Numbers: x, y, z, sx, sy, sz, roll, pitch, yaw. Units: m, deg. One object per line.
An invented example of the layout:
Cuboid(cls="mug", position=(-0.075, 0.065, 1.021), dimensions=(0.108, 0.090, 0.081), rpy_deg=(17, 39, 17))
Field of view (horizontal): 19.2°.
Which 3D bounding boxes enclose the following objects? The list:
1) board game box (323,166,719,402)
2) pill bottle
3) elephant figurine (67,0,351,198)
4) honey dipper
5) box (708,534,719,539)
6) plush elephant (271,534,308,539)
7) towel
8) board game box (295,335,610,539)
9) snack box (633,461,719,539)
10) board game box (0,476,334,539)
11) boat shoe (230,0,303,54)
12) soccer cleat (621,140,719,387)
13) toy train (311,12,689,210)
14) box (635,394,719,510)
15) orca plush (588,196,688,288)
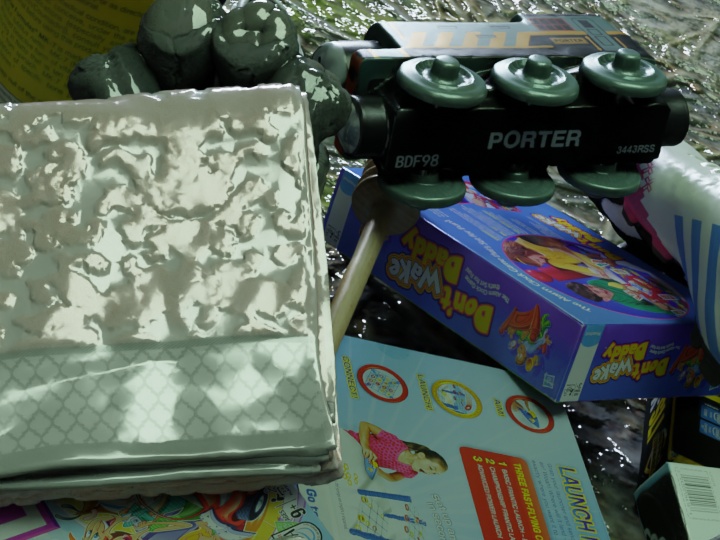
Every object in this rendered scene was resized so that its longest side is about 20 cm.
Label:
Cuboid(cls="board game box", position=(0.092, 0.005, 1.165), dimensions=(0.134, 0.045, 0.200), rpy_deg=(2, 24, -42))
Cuboid(cls="pill bottle", position=(-0.133, -0.142, 1.126), dimensions=(0.114, 0.200, 0.114), rpy_deg=(18, 34, -13))
Cuboid(cls="elephant figurine", position=(-0.065, -0.044, 1.068), dimensions=(0.155, 0.200, 0.142), rpy_deg=(-43, 75, -13))
Cuboid(cls="honey dipper", position=(0.000, 0.000, 1.068), dimensions=(0.038, 0.038, 0.200), rpy_deg=(25, 40, -3))
Cuboid(cls="box", position=(0.152, 0.236, 0.834), dimensions=(0.164, 0.166, 0.200), rpy_deg=(-16, 52, -46))
Cuboid(cls="plush elephant", position=(-0.020, 0.203, 0.748), dimensions=(0.165, 0.155, 0.200), rpy_deg=(-38, 79, -16))
Cuboid(cls="towel", position=(-0.112, 0.007, 0.908), dimensions=(0.200, 0.032, 0.191), rpy_deg=(-4, 62, -8))
Cuboid(cls="board game box", position=(0.018, 0.118, 1.006), dimensions=(0.196, 0.056, 0.200), rpy_deg=(13, 35, -21))
Cuboid(cls="snack box", position=(0.209, 0.190, 1.020), dimensions=(0.116, 0.037, 0.200), rpy_deg=(9, 50, -25))
Cuboid(cls="board game box", position=(-0.115, 0.086, 0.914), dimensions=(0.134, 0.034, 0.200), rpy_deg=(-20, 45, -23))
Cuboid(cls="boat shoe", position=(-0.057, -0.093, 1.234), dimensions=(0.072, 0.069, 0.200), rpy_deg=(18, 33, -13))
Cuboid(cls="soccer cleat", position=(0.197, -0.022, 1.110), dimensions=(0.070, 0.086, 0.200), rpy_deg=(14, 36, -28))
Cuboid(cls="toy train", position=(0.071, -0.088, 1.112), dimensions=(0.200, 0.085, 0.114), rpy_deg=(-4, 32, -24))
Cuboid(cls="box", position=(0.242, 0.095, 1.206), dimensions=(0.160, 0.049, 0.200), rpy_deg=(24, 33, -2))
Cuboid(cls="orca plush", position=(0.154, -0.025, 1.224), dimensions=(0.200, 0.071, 0.105), rpy_deg=(36, 33, 0))
